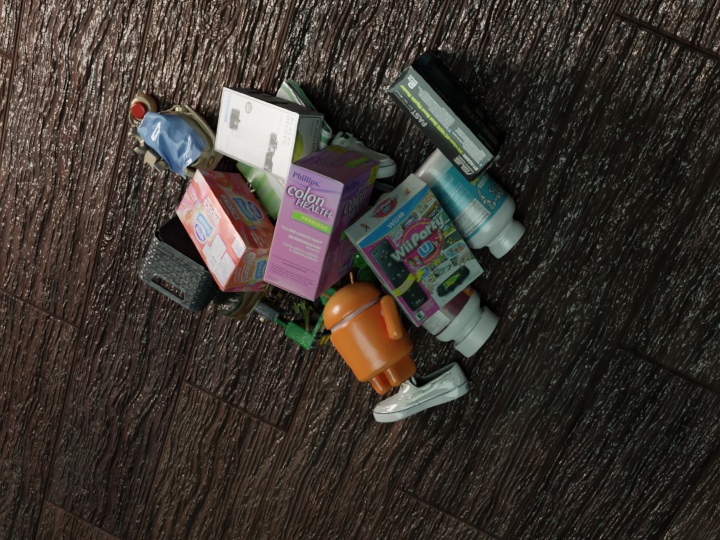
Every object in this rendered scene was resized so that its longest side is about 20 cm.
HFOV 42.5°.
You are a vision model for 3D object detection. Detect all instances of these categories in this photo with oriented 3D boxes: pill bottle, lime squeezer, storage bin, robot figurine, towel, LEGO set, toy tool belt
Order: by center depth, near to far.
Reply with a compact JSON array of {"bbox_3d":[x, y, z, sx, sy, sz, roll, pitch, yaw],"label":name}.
[{"bbox_3d":[0.182,-0.114,1.547,0.200,0.111,0.111,43,119,-5],"label":"pill bottle"},{"bbox_3d":[0.014,0.104,1.563,0.116,0.144,0.202,-33,86,-9],"label":"robot figurine"},{"bbox_3d":[-0.138,-0.210,1.613,0.201,0.030,0.150,-53,59,30],"label":"towel"},{"bbox_3d":[0.141,0.053,1.634,0.199,0.110,0.110,40,119,-2],"label":"pill bottle"},{"bbox_3d":[0.000,0.000,1.648,0.037,0.071,0.202,-34,88,15],"label":"lime squeezer"},{"bbox_3d":[-0.346,-0.238,1.656,0.199,0.123,0.126,35,119,1],"label":"toy tool belt"},{"bbox_3d":[-0.295,-0.032,1.685,0.134,0.200,0.095,31,119,2],"label":"storage bin"},{"bbox_3d":[-0.103,0.055,1.732,0.197,0.115,0.156,22,100,22],"label":"LEGO set"}]

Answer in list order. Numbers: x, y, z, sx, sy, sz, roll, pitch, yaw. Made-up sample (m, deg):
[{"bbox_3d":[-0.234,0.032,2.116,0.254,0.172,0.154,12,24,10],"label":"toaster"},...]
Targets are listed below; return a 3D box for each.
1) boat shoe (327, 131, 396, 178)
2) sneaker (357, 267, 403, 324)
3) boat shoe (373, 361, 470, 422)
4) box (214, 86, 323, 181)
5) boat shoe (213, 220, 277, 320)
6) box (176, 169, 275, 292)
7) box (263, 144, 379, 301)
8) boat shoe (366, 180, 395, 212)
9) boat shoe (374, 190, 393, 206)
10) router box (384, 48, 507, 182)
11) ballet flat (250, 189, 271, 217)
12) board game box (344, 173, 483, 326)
[{"bbox_3d":[-0.033,-0.205,1.596,0.196,0.074,0.068,9,116,15],"label":"boat shoe"},{"bbox_3d":[0.028,0.104,1.675,0.076,0.146,0.206,-11,108,23],"label":"sneaker"},{"bbox_3d":[0.106,0.227,1.746,0.197,0.072,0.067,-22,101,24],"label":"boat shoe"},{"bbox_3d":[-0.158,-0.234,1.574,0.198,0.060,0.119,27,112,37],"label":"box"},{"bbox_3d":[-0.184,0.002,1.664,0.075,0.074,0.201,35,85,34],"label":"boat shoe"},{"bbox_3d":[-0.223,-0.068,1.592,0.201,0.094,0.103,54,124,31],"label":"box"},{"bbox_3d":[-0.061,-0.082,1.511,0.095,0.176,0.203,20,112,13],"label":"box"},{"bbox_3d":[-0.011,-0.135,1.610,0.197,0.073,0.068,18,159,7],"label":"boat shoe"},{"bbox_3d":[0.053,-0.057,1.581,0.073,0.076,0.203,6,152,-2],"label":"boat shoe"},{"bbox_3d":[0.141,-0.251,1.478,0.200,0.150,0.062,46,118,-6],"label":"router box"},{"bbox_3d":[-0.140,-0.124,1.679,0.196,0.070,0.071,1,113,19],"label":"ballet flat"},{"bbox_3d":[0.088,-0.030,1.502,0.147,0.064,0.201,-40,121,-3],"label":"board game box"}]
